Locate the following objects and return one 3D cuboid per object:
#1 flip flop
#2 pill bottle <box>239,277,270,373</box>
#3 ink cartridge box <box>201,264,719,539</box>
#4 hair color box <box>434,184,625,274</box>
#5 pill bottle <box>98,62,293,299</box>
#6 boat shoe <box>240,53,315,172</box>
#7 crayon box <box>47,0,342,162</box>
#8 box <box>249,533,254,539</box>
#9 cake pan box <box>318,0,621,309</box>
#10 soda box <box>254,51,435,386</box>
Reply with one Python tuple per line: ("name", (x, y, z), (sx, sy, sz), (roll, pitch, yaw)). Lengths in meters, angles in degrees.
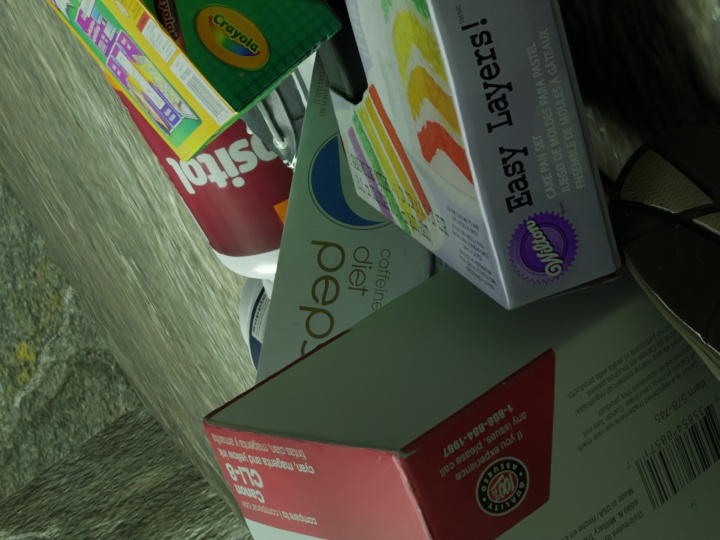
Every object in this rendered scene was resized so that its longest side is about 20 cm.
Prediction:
("flip flop", (0.155, 0.037, 0.712), (0.200, 0.081, 0.058), (56, -174, 22))
("pill bottle", (-0.003, 0.045, 1.260), (0.116, 0.116, 0.200), (59, 171, -20))
("ink cartridge box", (0.064, 0.116, 0.797), (0.145, 0.145, 0.200), (1, 117, 57))
("hair color box", (0.089, 0.051, 0.928), (0.111, 0.064, 0.200), (43, 152, 37))
("pill bottle", (-0.052, -0.071, 1.136), (0.200, 0.113, 0.113), (59, 168, -27))
("boat shoe", (-0.031, -0.090, 1.038), (0.068, 0.072, 0.200), (-4, 131, 25))
("crayon box", (-0.082, -0.116, 0.873), (0.119, 0.058, 0.200), (50, 170, -5))
("box", (0.009, 0.092, 1.058), (0.068, 0.082, 0.200), (48, -147, -23))
("cake pan box", (0.022, -0.098, 0.776), (0.200, 0.052, 0.184), (-136, 30, -67))
("soda box", (0.000, 0.000, 0.933), (0.068, 0.200, 0.064), (7, 161, 8))
